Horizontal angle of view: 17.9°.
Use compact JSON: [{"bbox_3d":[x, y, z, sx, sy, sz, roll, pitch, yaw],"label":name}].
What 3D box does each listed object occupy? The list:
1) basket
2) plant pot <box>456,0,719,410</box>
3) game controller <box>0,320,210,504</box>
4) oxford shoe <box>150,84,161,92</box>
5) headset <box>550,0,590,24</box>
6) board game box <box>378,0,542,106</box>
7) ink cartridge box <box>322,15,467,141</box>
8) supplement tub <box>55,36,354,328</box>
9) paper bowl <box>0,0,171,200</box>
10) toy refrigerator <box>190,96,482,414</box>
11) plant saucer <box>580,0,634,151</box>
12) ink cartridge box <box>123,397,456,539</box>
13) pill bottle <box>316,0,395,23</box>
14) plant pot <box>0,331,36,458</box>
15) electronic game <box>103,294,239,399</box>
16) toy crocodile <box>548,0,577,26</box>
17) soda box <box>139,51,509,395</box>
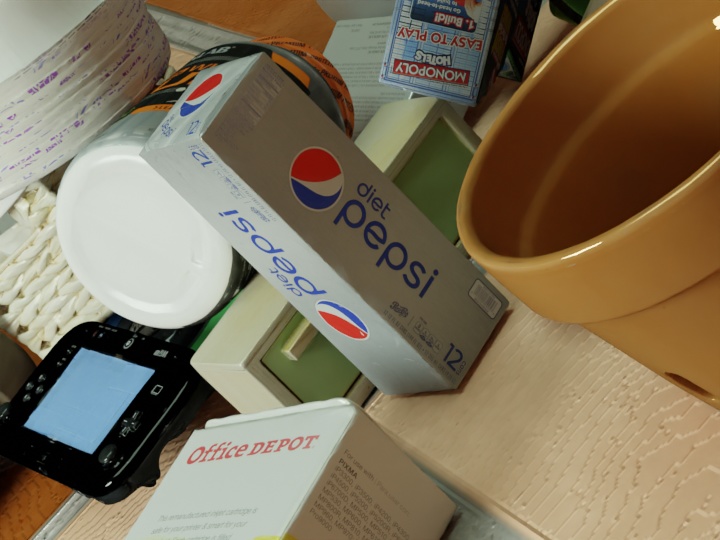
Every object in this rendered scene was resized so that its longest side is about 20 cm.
[{"bbox_3d":[-0.186,-0.049,1.551,0.136,0.123,0.200,-40,11,37],"label":"basket"},{"bbox_3d":[0.162,-0.033,0.991,0.200,0.140,0.200,-37,25,20],"label":"plant pot"},{"bbox_3d":[-0.160,0.083,1.385,0.200,0.042,0.104,11,70,59],"label":"game controller"},{"bbox_3d":[-0.106,-0.096,1.513,0.071,0.200,0.072,12,93,34],"label":"oxford shoe"},{"bbox_3d":[0.174,-0.160,1.225,0.200,0.124,0.094,4,50,35],"label":"headset"},{"bbox_3d":[0.071,-0.185,1.334,0.200,0.062,0.200,45,-120,-77],"label":"board game box"},{"bbox_3d":[-0.003,-0.068,1.478,0.161,0.050,0.200,9,76,64],"label":"ink cartridge box"},{"bbox_3d":[-0.085,-0.060,1.365,0.122,0.123,0.200,-29,12,34],"label":"supplement tub"},{"bbox_3d":[-0.226,-0.125,1.412,0.200,0.104,0.201,-28,22,13],"label":"paper bowl"},{"bbox_3d":[0.000,0.000,1.294,0.200,0.076,0.070,-53,24,-20],"label":"toy refrigerator"},{"bbox_3d":[0.123,-0.078,1.170,0.200,0.029,0.201,-163,90,-85],"label":"plant saucer"},{"bbox_3d":[-0.063,0.169,1.101,0.145,0.083,0.200,-12,39,52],"label":"ink cartridge box"},{"bbox_3d":[0.049,-0.256,1.589,0.120,0.120,0.200,-12,39,52],"label":"pill bottle"},{"bbox_3d":[-0.330,0.127,1.528,0.200,0.200,0.174,-20,49,45],"label":"plant pot"},{"bbox_3d":[-0.124,0.040,1.463,0.200,0.042,0.200,-40,24,22],"label":"electronic game"},{"bbox_3d":[0.175,-0.191,1.336,0.200,0.067,0.062,-10,60,57],"label":"toy crocodile"},{"bbox_3d":[-0.017,-0.021,1.196,0.068,0.200,0.064,-10,41,56],"label":"soda box"}]
